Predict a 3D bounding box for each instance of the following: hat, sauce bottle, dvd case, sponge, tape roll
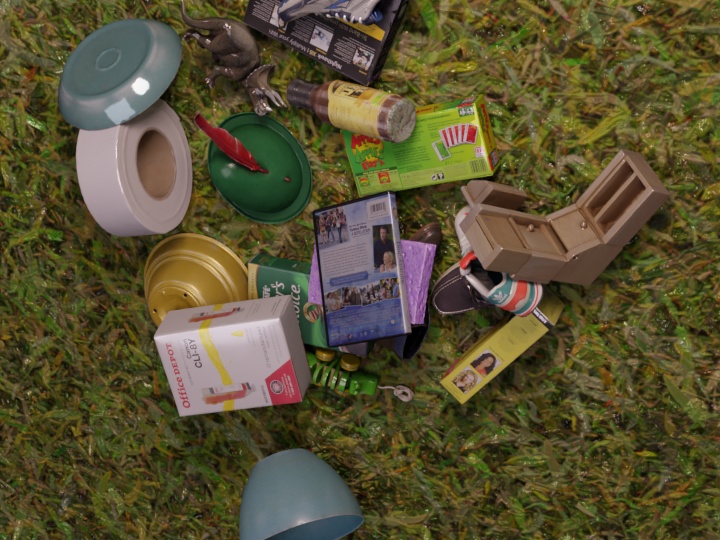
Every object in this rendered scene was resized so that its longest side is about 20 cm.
[{"bbox_3d":[-0.183,-0.126,1.713,0.165,0.176,0.200,-32,100,31],"label":"hat"},{"bbox_3d":[-0.018,-0.222,1.639,0.200,0.065,0.065,20,122,36],"label":"sauce bottle"},{"bbox_3d":[0.000,0.000,1.691,0.142,0.018,0.201,-12,81,38],"label":"dvd case"},{"bbox_3d":[0.013,0.005,1.711,0.200,0.030,0.112,10,94,38],"label":"sponge"},{"bbox_3d":[-0.321,-0.151,1.745,0.071,0.202,0.203,-4,112,24],"label":"tape roll"}]

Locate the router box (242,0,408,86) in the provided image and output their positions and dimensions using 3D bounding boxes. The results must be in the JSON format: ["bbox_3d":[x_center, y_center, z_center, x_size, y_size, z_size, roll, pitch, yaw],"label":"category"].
[{"bbox_3d":[-0.042,-0.363,1.617,0.200,0.052,0.158,29,122,7],"label":"router box"}]

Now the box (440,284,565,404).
[{"bbox_3d":[0.202,0.105,1.733,0.050,0.075,0.200,44,123,0],"label":"box"}]

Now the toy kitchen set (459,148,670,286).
[{"bbox_3d":[0.244,-0.104,1.573,0.181,0.200,0.163,-53,47,32],"label":"toy kitchen set"}]

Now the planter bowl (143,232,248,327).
[{"bbox_3d":[-0.267,0.050,1.887,0.200,0.083,0.201,9,118,18],"label":"planter bowl"}]

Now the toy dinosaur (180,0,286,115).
[{"bbox_3d":[-0.179,-0.308,1.674,0.102,0.077,0.200,-7,132,24],"label":"toy dinosaur"}]

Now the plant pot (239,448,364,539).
[{"bbox_3d":[-0.109,0.363,1.930,0.200,0.200,0.135,-35,63,31],"label":"plant pot"}]

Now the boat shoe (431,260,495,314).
[{"bbox_3d":[0.179,0.017,1.703,0.200,0.065,0.072,-20,107,29],"label":"boat shoe"}]

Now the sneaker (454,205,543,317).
[{"bbox_3d":[0.166,-0.025,1.621,0.070,0.093,0.200,-49,46,26],"label":"sneaker"}]

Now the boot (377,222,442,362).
[{"bbox_3d":[0.081,0.034,1.722,0.097,0.075,0.200,49,123,33],"label":"boot"}]

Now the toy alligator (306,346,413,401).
[{"bbox_3d":[-0.018,0.168,1.860,0.199,0.054,0.059,20,120,12],"label":"toy alligator"}]

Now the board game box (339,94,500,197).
[{"bbox_3d":[0.082,-0.169,1.663,0.199,0.048,0.102,-8,110,24],"label":"board game box"}]

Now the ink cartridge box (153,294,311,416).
[{"bbox_3d":[-0.189,0.129,1.810,0.199,0.083,0.146,-8,113,13],"label":"ink cartridge box"}]

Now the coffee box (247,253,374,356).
[{"bbox_3d":[-0.074,0.053,1.833,0.199,0.044,0.123,13,118,16],"label":"coffee box"}]

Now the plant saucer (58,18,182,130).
[{"bbox_3d":[-0.346,-0.286,1.698,0.199,0.201,0.036,-4,146,23],"label":"plant saucer"}]

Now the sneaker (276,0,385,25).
[{"bbox_3d":[-0.015,-0.344,1.542,0.199,0.077,0.085,-16,111,27],"label":"sneaker"}]
